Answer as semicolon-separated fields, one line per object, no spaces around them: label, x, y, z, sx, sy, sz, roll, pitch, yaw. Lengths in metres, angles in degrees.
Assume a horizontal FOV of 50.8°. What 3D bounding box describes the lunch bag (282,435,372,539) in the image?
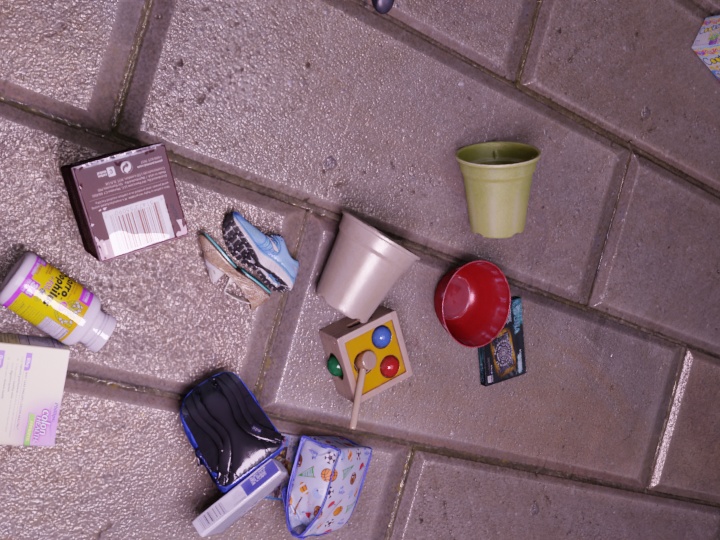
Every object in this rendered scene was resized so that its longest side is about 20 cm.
lunch bag;-0.077;0.463;1.621;0.169;0.122;0.205;20;83;-59

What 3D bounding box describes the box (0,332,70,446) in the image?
box;-0.635;0.208;1.346;0.196;0.096;0.180;9;92;-28

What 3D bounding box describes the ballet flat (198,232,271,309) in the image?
ballet flat;-0.266;0.010;1.537;0.065;0.070;0.200;-47;113;-2

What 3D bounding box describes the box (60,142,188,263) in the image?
box;-0.424;-0.125;1.355;0.163;0.199;0.168;-20;106;-24

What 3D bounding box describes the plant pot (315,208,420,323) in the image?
plant pot;0.000;0.000;1.624;0.198;0.200;0.186;29;95;-28

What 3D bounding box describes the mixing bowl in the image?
mixing bowl;0.248;0.071;1.798;0.196;0.108;0.205;-4;100;-27

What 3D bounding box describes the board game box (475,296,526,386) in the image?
board game box;0.355;0.178;1.915;0.133;0.028;0.205;-11;101;-27

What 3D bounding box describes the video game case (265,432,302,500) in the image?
video game case;-0.139;0.443;1.691;0.197;0.018;0.146;17;90;-29

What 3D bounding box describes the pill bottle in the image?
pill bottle;-0.544;0.064;1.371;0.199;0.104;0.105;39;79;-27

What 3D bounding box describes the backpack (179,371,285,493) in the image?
backpack;-0.272;0.322;1.524;0.161;0.168;0.202;-32;78;-24

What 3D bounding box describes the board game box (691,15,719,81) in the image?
board game box;1.046;-0.614;2.137;0.198;0.104;0.104;34;82;-27

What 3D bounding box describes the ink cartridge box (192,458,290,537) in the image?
ink cartridge box;-0.238;0.464;1.554;0.198;0.200;0.041;-37;76;-11

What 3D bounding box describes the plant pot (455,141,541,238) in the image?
plant pot;0.321;-0.184;1.771;0.197;0.200;0.188;-16;116;-25

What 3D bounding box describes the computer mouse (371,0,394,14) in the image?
computer mouse;0.053;-0.660;1.635;0.057;0.034;0.205;-3;98;-27

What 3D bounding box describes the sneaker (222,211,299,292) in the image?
sneaker;-0.204;-0.049;1.571;0.200;0.078;0.091;48;51;-22

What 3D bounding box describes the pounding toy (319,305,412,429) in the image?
pounding toy;0.008;0.207;1.667;0.197;0.141;0.188;-24;107;-24
